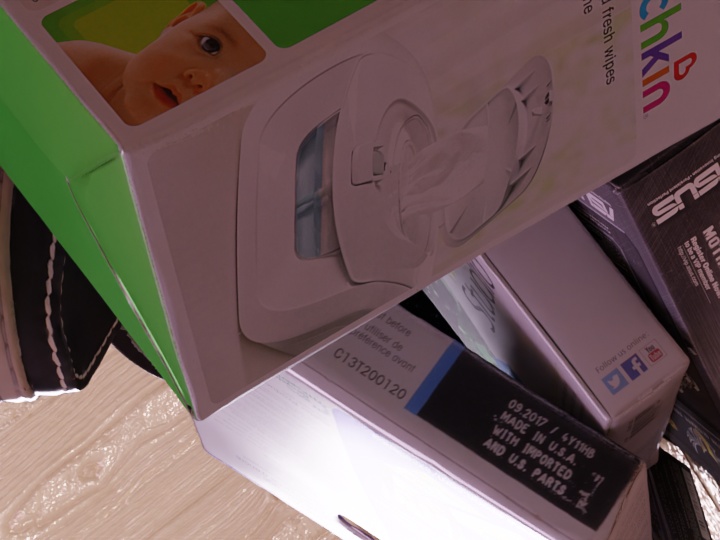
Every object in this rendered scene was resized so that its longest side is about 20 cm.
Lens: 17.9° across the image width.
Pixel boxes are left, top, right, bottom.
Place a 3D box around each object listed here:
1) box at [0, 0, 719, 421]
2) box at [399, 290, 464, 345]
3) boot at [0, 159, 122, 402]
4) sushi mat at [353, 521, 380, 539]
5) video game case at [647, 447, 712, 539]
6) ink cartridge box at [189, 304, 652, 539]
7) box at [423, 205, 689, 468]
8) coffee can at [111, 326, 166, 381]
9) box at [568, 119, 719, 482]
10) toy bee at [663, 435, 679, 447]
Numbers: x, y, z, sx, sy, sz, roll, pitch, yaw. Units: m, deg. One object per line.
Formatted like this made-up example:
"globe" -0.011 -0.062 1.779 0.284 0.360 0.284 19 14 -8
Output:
"box" -0.022 -0.091 0.574 0.200 0.176 0.097 49 161 37
"box" 0.000 0.000 0.940 0.199 0.038 0.136 17 -179 -42
"boot" -0.018 -0.041 0.644 0.201 0.149 0.074 -72 -17 -46
"sushi mat" 0.073 0.157 0.944 0.201 0.095 0.012 61 -148 -29
"video game case" 0.128 0.134 0.954 0.200 0.019 0.144 32 -140 -64
"ink cartridge box" 0.012 0.063 0.799 0.197 0.044 0.200 31 162 19
"box" 0.033 -0.019 0.775 0.201 0.036 0.144 54 173 16
"coffee can" -0.075 -0.053 1.114 0.147 0.146 0.200 57 -176 -28
"box" 0.086 -0.017 0.780 0.159 0.048 0.200 58 172 -32
"toy bee" 0.162 0.141 0.813 0.130 0.110 0.200 10 -159 -15
